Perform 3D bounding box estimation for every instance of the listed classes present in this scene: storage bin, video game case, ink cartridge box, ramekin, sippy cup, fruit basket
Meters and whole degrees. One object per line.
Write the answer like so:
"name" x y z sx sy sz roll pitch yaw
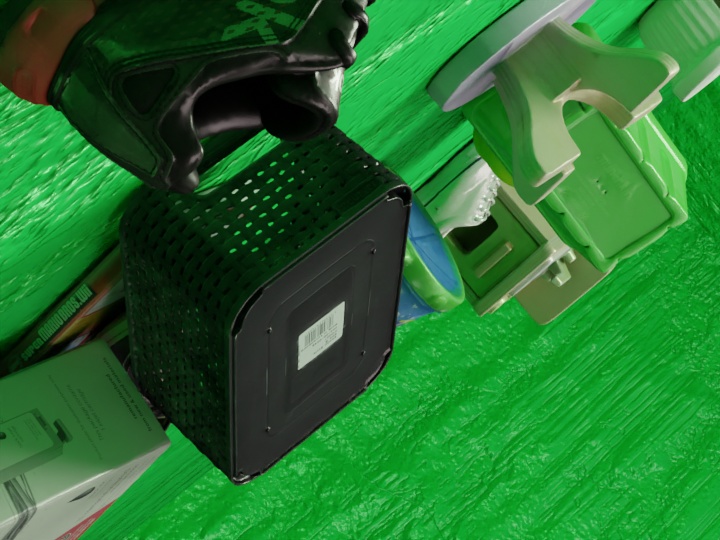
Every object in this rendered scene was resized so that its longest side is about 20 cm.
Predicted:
"storage bin" -0.053 0.014 0.996 0.135 0.094 0.200 -37 155 -26
"video game case" -0.153 0.019 1.072 0.200 0.017 0.143 -43 175 24
"ink cartridge box" -0.231 0.134 1.002 0.200 0.083 0.147 -24 164 -48
"ramekin" 0.414 -0.298 1.995 0.200 0.105 0.200 -39 175 -4
"sippy cup" 0.000 0.000 1.482 0.130 0.140 0.178 -31 139 15
"fruit basket" 0.182 -0.118 1.553 0.155 0.216 0.216 -34 176 12

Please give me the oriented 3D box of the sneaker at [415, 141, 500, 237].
"sneaker" 0.116 -0.085 1.851 0.200 0.071 0.073 -42 175 20

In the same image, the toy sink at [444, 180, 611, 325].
"toy sink" 0.167 -0.032 1.959 0.130 0.200 0.112 -42 175 32

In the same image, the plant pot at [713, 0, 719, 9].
"plant pot" 0.407 -0.310 1.451 0.198 0.200 0.200 -47 -179 -40

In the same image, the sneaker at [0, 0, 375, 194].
"sneaker" -0.020 -0.100 0.573 0.200 0.098 0.071 -40 173 -16

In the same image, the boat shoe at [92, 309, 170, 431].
"boat shoe" -0.135 0.064 1.127 0.072 0.065 0.200 -35 172 -23

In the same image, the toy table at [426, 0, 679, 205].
"toy table" 0.153 -0.145 1.347 0.200 0.117 0.184 -36 173 -34
